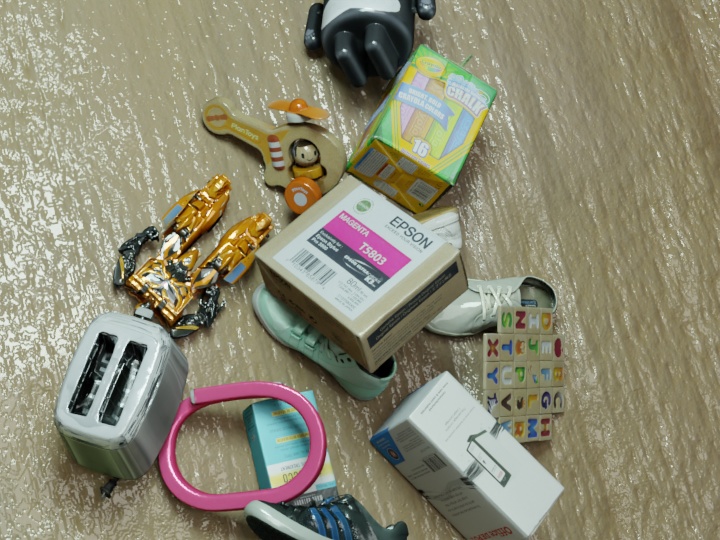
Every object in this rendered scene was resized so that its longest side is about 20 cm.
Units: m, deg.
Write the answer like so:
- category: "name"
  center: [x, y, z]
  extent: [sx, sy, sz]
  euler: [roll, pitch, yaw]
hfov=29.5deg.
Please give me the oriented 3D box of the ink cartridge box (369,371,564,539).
- category: "ink cartridge box"
  center: [0.125, 0.233, 1.636]
  extent: [0.200, 0.146, 0.084]
  euler: [45, 64, -2]

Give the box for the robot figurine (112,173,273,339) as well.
- category: "robot figurine"
  center: [-0.204, -0.017, 1.650]
  extent: [0.145, 0.058, 0.200]
  euler: [41, 65, -2]

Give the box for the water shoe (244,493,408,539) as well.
- category: "water shoe"
  center: [-0.039, 0.289, 1.554]
  extent: [0.199, 0.071, 0.080]
  euler: [26, 62, -17]

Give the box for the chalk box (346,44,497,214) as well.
- category: "chalk box"
  center: [0.087, -0.199, 1.771]
  extent: [0.123, 0.124, 0.201]
  euler: [29, 65, -8]

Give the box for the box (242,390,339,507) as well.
- category: "box"
  center: [-0.075, 0.251, 1.615]
  extent: [0.081, 0.049, 0.202]
  euler: [-10, 77, -21]

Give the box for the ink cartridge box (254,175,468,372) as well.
- category: "ink cartridge box"
  center: [0.000, 0.000, 1.605]
  extent: [0.164, 0.075, 0.199]
  euler: [-41, 53, -19]

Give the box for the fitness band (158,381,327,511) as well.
- category: "fitness band"
  center: [-0.137, 0.202, 1.574]
  extent: [0.198, 0.037, 0.145]
  euler: [-7, 78, 6]

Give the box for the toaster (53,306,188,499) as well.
- category: "toaster"
  center: [-0.272, 0.143, 1.527]
  extent: [0.112, 0.129, 0.202]
  euler: [17, 67, 10]

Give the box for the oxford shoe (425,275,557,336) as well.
- category: "oxford shoe"
  center: [0.168, 0.041, 1.760]
  extent: [0.198, 0.058, 0.076]
  euler: [-3, 76, -18]

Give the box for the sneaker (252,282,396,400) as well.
- category: "sneaker"
  center: [-0.037, 0.070, 1.647]
  extent: [0.200, 0.118, 0.074]
  euler: [39, 67, -2]

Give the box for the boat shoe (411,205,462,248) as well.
- category: "boat shoe"
  center: [0.041, -0.019, 1.727]
  extent: [0.198, 0.071, 0.070]
  euler: [-20, 102, -12]

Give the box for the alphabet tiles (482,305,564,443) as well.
- category: "alphabet tiles"
  center: [0.206, 0.129, 1.698]
  extent: [0.199, 0.006, 0.169]
  euler: [5, 85, -54]

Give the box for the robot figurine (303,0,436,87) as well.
- category: "robot figurine"
  center: [0.012, -0.333, 1.775]
  extent: [0.149, 0.125, 0.202]
  euler: [12, 53, -12]

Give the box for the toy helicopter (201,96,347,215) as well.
- category: "toy helicopter"
  center: [-0.107, -0.169, 1.703]
  extent: [0.198, 0.133, 0.079]
  euler: [26, 36, 9]
